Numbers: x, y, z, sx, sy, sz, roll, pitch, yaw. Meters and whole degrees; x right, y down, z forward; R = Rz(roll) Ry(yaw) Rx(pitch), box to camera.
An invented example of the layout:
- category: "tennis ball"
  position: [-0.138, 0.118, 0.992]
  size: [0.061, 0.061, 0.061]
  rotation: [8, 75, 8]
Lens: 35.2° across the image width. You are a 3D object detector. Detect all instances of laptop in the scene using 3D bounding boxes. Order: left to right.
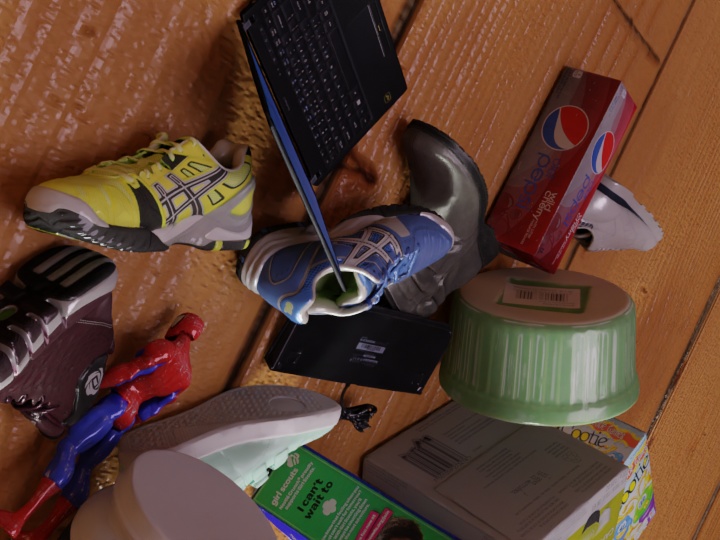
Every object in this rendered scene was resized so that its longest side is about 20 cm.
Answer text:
- category: "laptop"
  position: [-0.011, -0.125, 0.835]
  size: [0.200, 0.103, 0.177]
  rotation: [-49, 143, -22]

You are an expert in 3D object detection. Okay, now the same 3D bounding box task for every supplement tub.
- category: "supplement tub"
  position: [-0.162, 0.238, 0.783]
  size: [0.200, 0.140, 0.140]
  rotation: [-52, 148, 13]

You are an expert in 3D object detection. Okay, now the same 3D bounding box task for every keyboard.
- category: "keyboard"
  position: [-0.007, 0.086, 1.018]
  size: [0.200, 0.021, 0.127]
  rotation: [16, 108, -45]

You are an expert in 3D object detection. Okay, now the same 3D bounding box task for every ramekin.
- category: "ramekin"
  position: [0.179, 0.068, 1.128]
  size: [0.200, 0.200, 0.098]
  rotation: [-19, 117, -46]

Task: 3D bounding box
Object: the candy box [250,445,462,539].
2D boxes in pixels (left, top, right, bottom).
- category: "candy box"
  position: [0.020, 0.254, 1.021]
  size: [0.077, 0.200, 0.169]
  rotation: [-55, 144, -17]

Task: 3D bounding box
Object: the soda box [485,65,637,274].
- category: "soda box"
  position: [0.204, -0.103, 1.161]
  size: [0.063, 0.070, 0.200]
  rotation: [33, 83, -56]

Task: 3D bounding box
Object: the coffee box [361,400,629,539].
- category: "coffee box"
  position: [0.131, 0.277, 1.180]
  size: [0.200, 0.200, 0.198]
  rotation: [-23, 128, -43]

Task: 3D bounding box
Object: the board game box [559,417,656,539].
- category: "board game box"
  position: [0.319, 0.287, 1.520]
  size: [0.103, 0.105, 0.200]
  rotation: [-47, 141, -23]

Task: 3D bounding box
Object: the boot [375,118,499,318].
- category: "boot"
  position: [0.054, -0.028, 1.019]
  size: [0.131, 0.068, 0.200]
  rotation: [-45, 140, -17]

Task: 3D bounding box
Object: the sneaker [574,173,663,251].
- category: "sneaker"
  position: [0.282, -0.056, 1.304]
  size: [0.081, 0.076, 0.200]
  rotation: [-55, 141, 6]

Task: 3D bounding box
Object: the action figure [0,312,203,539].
- category: "action figure"
  position: [-0.179, 0.104, 0.801]
  size: [0.200, 0.052, 0.065]
  rotation: [-48, 146, -23]

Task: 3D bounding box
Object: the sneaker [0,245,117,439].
- category: "sneaker"
  position: [-0.223, 0.078, 0.707]
  size: [0.200, 0.076, 0.116]
  rotation: [-36, 139, -36]

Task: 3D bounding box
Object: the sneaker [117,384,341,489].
- category: "sneaker"
  position: [-0.103, 0.166, 0.913]
  size: [0.200, 0.074, 0.118]
  rotation: [-13, 114, -38]

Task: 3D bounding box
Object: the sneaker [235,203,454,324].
- category: "sneaker"
  position: [0.000, 0.000, 0.916]
  size: [0.200, 0.077, 0.076]
  rotation: [-15, 137, -34]

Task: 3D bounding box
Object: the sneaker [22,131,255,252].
- category: "sneaker"
  position: [-0.142, -0.054, 0.745]
  size: [0.200, 0.075, 0.077]
  rotation: [-7, 109, -62]
